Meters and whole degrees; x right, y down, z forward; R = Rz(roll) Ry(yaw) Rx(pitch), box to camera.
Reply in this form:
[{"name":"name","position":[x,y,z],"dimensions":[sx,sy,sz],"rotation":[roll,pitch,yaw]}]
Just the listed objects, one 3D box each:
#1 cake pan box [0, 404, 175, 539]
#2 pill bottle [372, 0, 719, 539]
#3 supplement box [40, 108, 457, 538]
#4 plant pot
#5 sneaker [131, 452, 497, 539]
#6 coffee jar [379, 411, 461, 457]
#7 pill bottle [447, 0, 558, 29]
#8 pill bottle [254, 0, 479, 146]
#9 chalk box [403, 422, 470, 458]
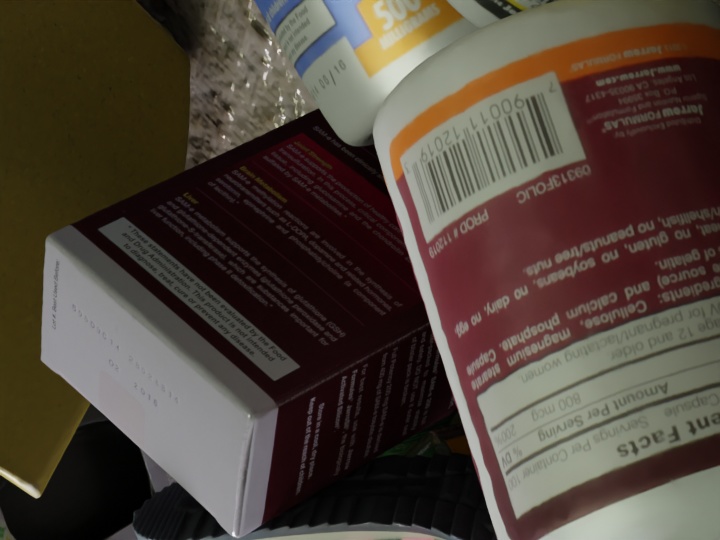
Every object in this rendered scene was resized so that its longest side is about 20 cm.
[{"name":"cake pan box","position":[-0.134,0.140,1.142],"dimensions":[0.052,0.184,0.200],"rotation":[7,119,46]},{"name":"pill bottle","position":[0.084,0.030,0.697],"dimensions":[0.114,0.114,0.200],"rotation":[-42,61,56]},{"name":"supplement box","position":[0.000,0.000,0.837],"dimensions":[0.109,0.200,0.061],"rotation":[39,139,30]},{"name":"plant pot","position":[-0.188,-0.058,1.031],"dimensions":[0.194,0.200,0.196],"rotation":[26,165,42]},{"name":"sneaker","position":[0.025,0.109,0.801],"dimensions":[0.200,0.070,0.082],"rotation":[-1,113,22]},{"name":"coffee jar","position":[-0.002,0.049,0.983],"dimensions":[0.104,0.085,0.200],"rotation":[48,144,21]},{"name":"pill bottle","position":[0.096,-0.150,0.678],"dimensions":[0.111,0.111,0.200],"rotation":[57,146,6]},{"name":"pill bottle","position":[-0.008,-0.153,0.815],"dimensions":[0.200,0.112,0.112],"rotation":[59,147,3]},{"name":"chalk box","position":[0.032,0.155,0.915],"dimensions":[0.200,0.125,0.124],"rotation":[-44,68,35]}]
